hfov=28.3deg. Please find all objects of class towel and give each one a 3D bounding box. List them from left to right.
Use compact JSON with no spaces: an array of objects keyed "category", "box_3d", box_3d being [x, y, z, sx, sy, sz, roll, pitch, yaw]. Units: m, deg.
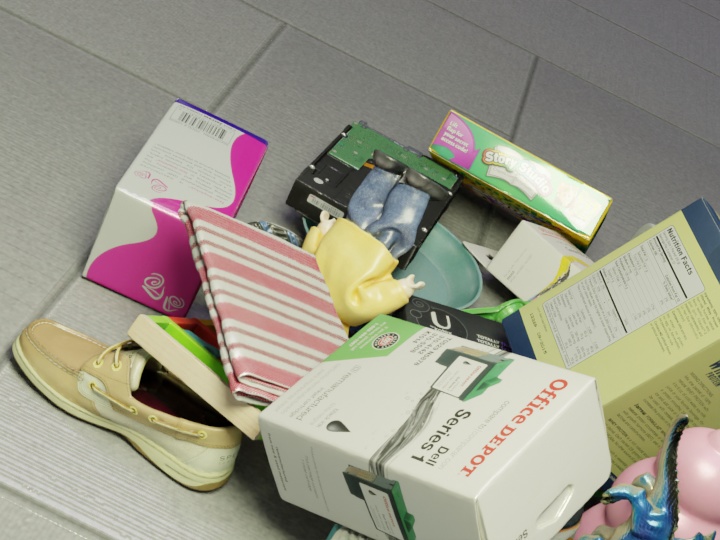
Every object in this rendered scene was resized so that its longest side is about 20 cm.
[{"category":"towel","box_3d":[-0.069,0.038,1.121,0.146,0.030,0.200,26,31,-41]}]

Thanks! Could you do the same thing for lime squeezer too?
[{"category":"lime squeezer","box_3d":[0.159,0.060,1.394,0.200,0.038,0.071,22,61,-11]}]

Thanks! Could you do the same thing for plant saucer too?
[{"category":"plant saucer","box_3d":[0.027,-0.011,1.444,0.200,0.036,0.200,21,30,-13]}]

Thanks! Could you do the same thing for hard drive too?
[{"category":"hard drive","box_3d":[0.019,-0.082,1.475,0.140,0.038,0.200,29,30,3]}]

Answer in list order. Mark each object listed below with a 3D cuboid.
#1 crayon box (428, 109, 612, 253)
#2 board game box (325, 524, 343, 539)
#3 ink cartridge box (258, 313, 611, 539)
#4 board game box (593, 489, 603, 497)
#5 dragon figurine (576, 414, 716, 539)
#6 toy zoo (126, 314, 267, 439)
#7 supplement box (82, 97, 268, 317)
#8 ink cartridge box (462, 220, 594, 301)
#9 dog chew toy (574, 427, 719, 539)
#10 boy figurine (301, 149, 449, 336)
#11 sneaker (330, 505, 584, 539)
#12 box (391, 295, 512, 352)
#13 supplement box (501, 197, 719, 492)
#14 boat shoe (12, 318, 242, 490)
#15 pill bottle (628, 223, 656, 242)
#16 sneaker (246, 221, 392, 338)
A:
[{"category":"crayon box","box_3d":[0.179,-0.095,1.596,0.200,0.058,0.173,30,1,9]},{"category":"board game box","box_3d":[0.070,0.272,1.025,0.200,0.047,0.151,17,31,-17]},{"category":"ink cartridge box","box_3d":[0.053,0.119,0.997,0.200,0.084,0.146,14,40,40]},{"category":"board game box","box_3d":[0.169,0.130,1.344,0.134,0.029,0.200,9,34,-28]},{"category":"dragon figurine","box_3d":[0.215,0.200,1.024,0.099,0.200,0.059,40,21,25]},{"category":"toy zoo","box_3d":[-0.093,0.084,1.144,0.131,0.020,0.200,38,7,15]},{"category":"supplement box","box_3d":[-0.165,-0.059,1.299,0.101,0.103,0.200,26,28,-4]},{"category":"ink cartridge box","box_3d":[0.212,0.014,1.490,0.200,0.068,0.116,43,14,26]},{"category":"dog chew toy","box_3d":[0.238,0.204,1.112,0.124,0.200,0.125,20,30,-12]},{"category":"boy figurine","box_3d":[0.000,0.000,1.232,0.124,0.200,0.064,29,2,32]},{"category":"sneaker","box_3d":[0.076,0.199,1.024,0.200,0.080,0.078,-16,26,-19]},{"category":"box","box_3d":[0.077,0.129,1.192,0.122,0.106,0.200,18,31,-15]},{"category":"supplement box","box_3d":[0.264,0.084,1.197,0.200,0.200,0.134,41,24,-42]},{"category":"boat shoe","box_3d":[-0.174,0.087,1.097,0.200,0.066,0.074,31,29,6]},{"category":"pill bottle","box_3d":[0.393,0.027,1.599,0.200,0.114,0.114,22,30,-8]},{"category":"sneaker","box_3d":[-0.038,0.014,1.312,0.200,0.076,0.077,34,-8,-18]}]
